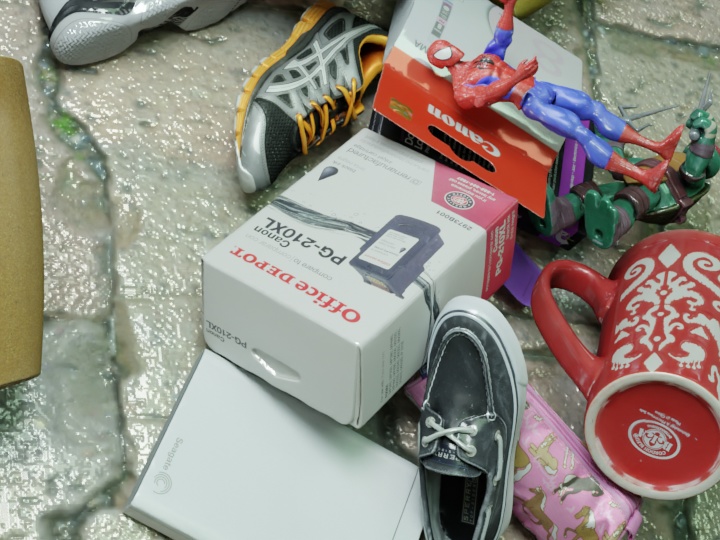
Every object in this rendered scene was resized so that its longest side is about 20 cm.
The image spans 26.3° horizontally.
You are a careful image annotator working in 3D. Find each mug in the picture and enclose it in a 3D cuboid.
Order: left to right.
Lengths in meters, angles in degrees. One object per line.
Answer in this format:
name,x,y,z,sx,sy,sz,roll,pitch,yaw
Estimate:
mug,0.216,0.074,1.170,0.200,0.176,0.134,-60,143,-58

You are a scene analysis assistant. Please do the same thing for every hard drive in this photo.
hard drive,-0.052,0.159,1.093,0.199,0.027,0.132,29,57,-9

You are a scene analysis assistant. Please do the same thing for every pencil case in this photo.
pencil case,0.122,0.131,1.148,0.083,0.087,0.200,-41,89,-6

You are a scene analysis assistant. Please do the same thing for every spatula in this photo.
spatula,0.069,-0.040,1.247,0.200,0.021,0.057,34,39,-2

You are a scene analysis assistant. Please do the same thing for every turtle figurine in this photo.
turtle figurine,0.235,-0.082,1.244,0.200,0.149,0.101,-30,99,-31

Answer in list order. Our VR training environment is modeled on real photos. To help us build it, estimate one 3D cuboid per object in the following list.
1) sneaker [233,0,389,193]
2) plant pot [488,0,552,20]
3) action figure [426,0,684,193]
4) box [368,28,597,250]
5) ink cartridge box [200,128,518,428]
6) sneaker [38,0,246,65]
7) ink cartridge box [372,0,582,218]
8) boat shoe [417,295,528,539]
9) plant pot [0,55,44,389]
sneaker,-0.037,-0.136,1.199,0.077,0.078,0.200,18,55,17
plant pot,0.117,-0.292,1.310,0.199,0.200,0.143,29,78,-9
action figure,0.144,-0.141,1.134,0.199,0.099,0.065,23,49,9
box,0.104,-0.116,1.285,0.199,0.036,0.144,25,53,-17
ink cartridge box,0.000,0.000,1.119,0.144,0.085,0.200,27,47,25
sneaker,-0.170,-0.242,1.202,0.199,0.075,0.115,-26,81,-29
ink cartridge box,0.097,-0.148,1.208,0.162,0.057,0.200,31,29,-12
boat shoe,0.070,0.119,1.080,0.071,0.201,0.068,12,26,23
plant pot,-0.279,-0.014,0.994,0.186,0.186,0.201,-17,87,-30
